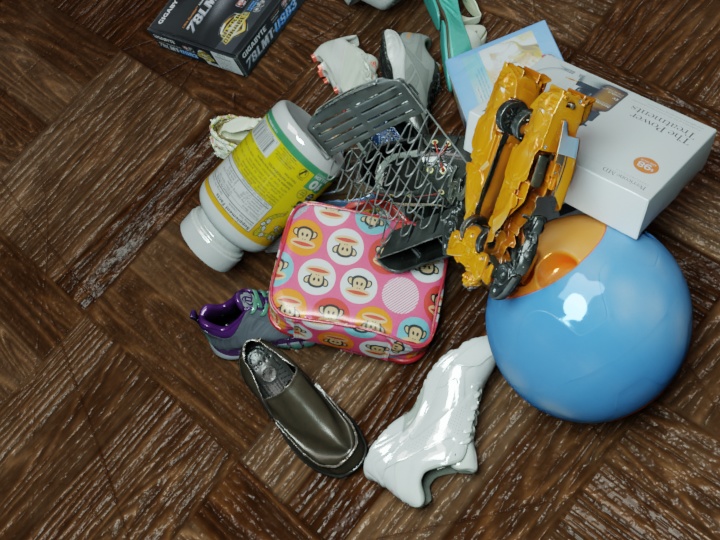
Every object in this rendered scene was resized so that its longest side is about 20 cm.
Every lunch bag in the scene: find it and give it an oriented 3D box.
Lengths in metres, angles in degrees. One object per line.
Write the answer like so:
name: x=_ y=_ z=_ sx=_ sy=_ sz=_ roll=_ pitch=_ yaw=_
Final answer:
lunch bag: x=0.000 y=0.000 z=1.063 sx=0.196 sy=0.082 sz=0.179 roll=14 pitch=66 yaw=0

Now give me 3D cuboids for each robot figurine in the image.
robot figurine: x=0.137 y=-0.074 z=0.842 sx=0.145 sy=0.057 sz=0.203 roll=48 pitch=127 yaw=54

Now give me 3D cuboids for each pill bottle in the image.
pill bottle: x=-0.121 y=-0.095 z=1.118 sx=0.200 sy=0.112 sz=0.114 roll=-43 pitch=54 yaw=15

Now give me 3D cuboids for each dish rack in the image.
dish rack: x=0.038 y=-0.097 z=0.955 sx=0.152 sy=0.200 sz=0.055 roll=-20 pitch=33 yaw=37

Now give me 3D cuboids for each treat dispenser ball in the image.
treat dispenser ball: x=0.221 y=0.046 z=0.914 sx=0.197 sy=0.202 sz=0.204 roll=-9 pitch=58 yaw=15

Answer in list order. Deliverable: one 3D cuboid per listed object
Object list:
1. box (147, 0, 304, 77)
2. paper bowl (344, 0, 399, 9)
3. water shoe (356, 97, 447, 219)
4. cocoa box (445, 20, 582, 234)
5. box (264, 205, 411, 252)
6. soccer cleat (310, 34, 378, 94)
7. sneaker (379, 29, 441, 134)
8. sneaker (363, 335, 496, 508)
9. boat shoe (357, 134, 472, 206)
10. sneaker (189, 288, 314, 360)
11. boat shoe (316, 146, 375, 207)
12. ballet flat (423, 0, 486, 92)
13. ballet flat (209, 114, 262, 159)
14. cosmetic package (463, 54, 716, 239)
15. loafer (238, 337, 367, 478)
box: x=-0.197 y=-0.407 z=1.429 sx=0.196 sy=0.050 sz=0.202 roll=25 pitch=72 yaw=29
paper bowl: x=0.050 y=-0.442 z=1.284 sx=0.200 sy=0.201 sz=0.105 roll=-42 pitch=96 yaw=-6
water shoe: x=0.064 y=-0.123 z=1.114 sx=0.199 sy=0.079 sz=0.072 roll=41 pitch=82 yaw=9
cocoa box: x=0.194 y=-0.159 z=1.085 sx=0.131 sy=0.132 sz=0.203 roll=-20 pitch=56 yaw=8
box: x=-0.034 y=-0.053 z=1.166 sx=0.196 sy=0.042 sz=0.039 roll=-4 pitch=60 yaw=20
soccer cleat: x=-0.001 y=-0.251 z=1.254 sx=0.077 sy=0.070 sz=0.201 roll=-28 pitch=53 yaw=-1
sneaker: x=0.074 y=-0.234 z=1.212 sx=0.078 sy=0.074 sz=0.203 roll=-5 pitch=63 yaw=-6
sneaker: x=0.097 y=0.163 z=0.980 sx=0.099 sy=0.078 sz=0.201 roll=36 pitch=87 yaw=26
boat shoe: x=0.084 y=-0.109 z=1.008 sx=0.199 sy=0.063 sz=0.075 roll=-2 pitch=74 yaw=41
sneaker: x=-0.100 y=0.050 z=1.103 sx=0.197 sy=0.088 sz=0.075 roll=-20 pitch=56 yaw=9
boat shoe: x=-0.037 y=-0.120 z=1.186 sx=0.197 sy=0.073 sz=0.073 roll=-20 pitch=58 yaw=10
ballet flat: x=0.132 y=-0.326 z=1.248 sx=0.069 sy=0.068 sz=0.203 roll=-10 pitch=59 yaw=0
ballet flat: x=-0.121 y=-0.177 z=1.257 sx=0.196 sy=0.064 sz=0.077 roll=2 pitch=61 yaw=21
cosmetic package: x=0.224 y=-0.129 z=0.919 sx=0.198 sy=0.052 sz=0.150 roll=31 pitch=52 yaw=26
loafer: x=-0.075 y=0.150 z=1.036 sx=0.199 sy=0.072 sz=0.073 roll=40 pitch=80 yaw=23
